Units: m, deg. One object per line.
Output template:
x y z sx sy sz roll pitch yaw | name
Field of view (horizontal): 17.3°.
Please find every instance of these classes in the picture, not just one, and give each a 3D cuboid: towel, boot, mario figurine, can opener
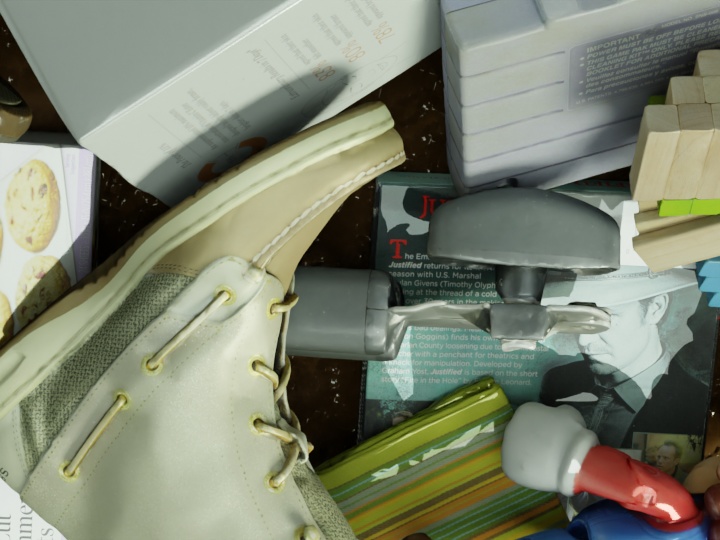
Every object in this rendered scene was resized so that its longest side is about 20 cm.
0.060 0.145 0.972 0.086 0.018 0.201 -25 108 7 | towel
-0.032 0.049 0.852 0.200 0.072 0.155 -38 86 12 | boot
0.114 0.113 0.937 0.199 0.106 0.124 -17 142 -8 | mario figurine
0.000 0.000 0.911 0.199 0.053 0.067 4 83 8 | can opener

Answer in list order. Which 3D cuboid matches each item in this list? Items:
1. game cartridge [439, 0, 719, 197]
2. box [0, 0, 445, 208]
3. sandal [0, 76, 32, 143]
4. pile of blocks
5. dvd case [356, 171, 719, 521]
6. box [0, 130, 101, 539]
0.127 -0.089 0.873 0.199 0.039 0.130 -16 150 -4 | game cartridge
-0.021 -0.122 0.832 0.199 0.124 0.098 -32 76 5 | box
-0.211 -0.073 0.844 0.199 0.082 0.055 16 100 5 | sandal
0.148 -0.032 0.900 0.082 0.062 0.200 -14 148 19 | pile of blocks
0.070 0.061 0.965 0.145 0.022 0.201 2 108 -6 | dvd case
-0.124 0.046 0.921 0.041 0.039 0.201 4 99 -4 | box
